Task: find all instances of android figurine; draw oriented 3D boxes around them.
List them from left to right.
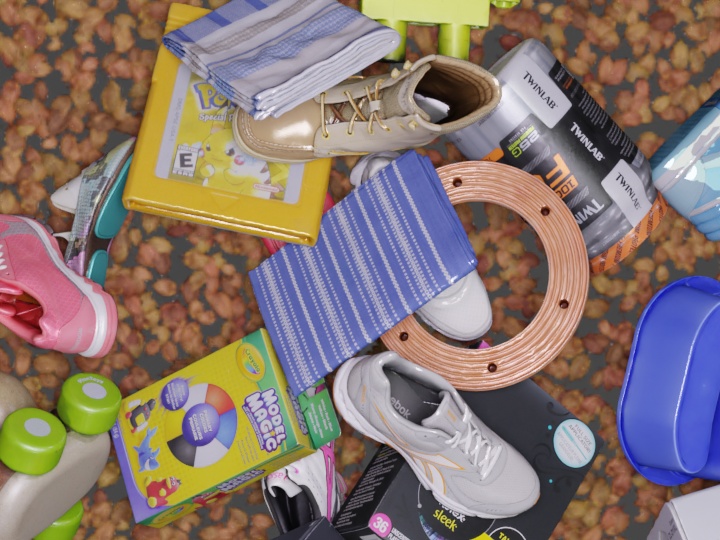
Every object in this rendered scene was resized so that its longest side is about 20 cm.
[{"bbox_3d":[0.062,-0.292,1.300,0.180,0.041,0.203,4,95,-6],"label":"android figurine"}]

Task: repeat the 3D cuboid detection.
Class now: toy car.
[{"bbox_3d":[-0.336,0.145,1.242,0.199,0.158,0.165,32,119,14],"label":"toy car"}]

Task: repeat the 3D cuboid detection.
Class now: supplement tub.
[{"bbox_3d":[0.180,-0.101,1.282,0.123,0.123,0.200,-45,96,-1],"label":"supplement tub"}]

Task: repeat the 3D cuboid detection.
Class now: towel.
[{"bbox_3d":[-0.072,-0.197,1.198,0.146,0.200,0.024,-30,128,-17],"label":"towel"},{"bbox_3d":[0.000,0.000,1.215,0.199,0.146,0.024,-36,141,15],"label":"towel"}]

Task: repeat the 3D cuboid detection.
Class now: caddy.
[{"bbox_3d":[0.317,0.107,1.321,0.140,0.105,0.202,15,88,-27],"label":"caddy"}]

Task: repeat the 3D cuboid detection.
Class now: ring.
[{"bbox_3d":[0.100,0.004,1.226,0.198,0.019,0.203,-2,79,9],"label":"ring"}]

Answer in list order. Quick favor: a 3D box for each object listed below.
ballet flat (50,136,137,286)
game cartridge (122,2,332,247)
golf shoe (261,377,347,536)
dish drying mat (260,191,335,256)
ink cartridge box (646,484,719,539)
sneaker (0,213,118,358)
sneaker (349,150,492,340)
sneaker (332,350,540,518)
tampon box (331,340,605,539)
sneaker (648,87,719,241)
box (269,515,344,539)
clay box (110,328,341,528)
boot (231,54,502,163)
[{"bbox_3d":[-0.254,-0.031,1.277,0.070,0.069,0.202,17,92,13],"label":"ballet flat"},{"bbox_3d":[-0.106,-0.133,1.256,0.174,0.032,0.202,11,71,-3],"label":"game cartridge"},{"bbox_3d":[-0.058,0.166,1.285,0.072,0.092,0.202,-14,93,19],"label":"golf shoe"},{"bbox_3d":[-0.082,-0.089,1.308,0.076,0.018,0.201,-31,96,-7],"label":"dish drying mat"},{"bbox_3d":[0.381,0.244,1.306,0.198,0.146,0.084,-16,64,-4],"label":"ink cartridge box"},{"bbox_3d":[-0.296,0.006,1.219,0.199,0.086,0.074,35,110,32],"label":"sneaker"},{"bbox_3d":[0.058,-0.019,1.297,0.075,0.081,0.201,-35,98,-4],"label":"sneaker"},{"bbox_3d":[0.071,0.136,1.148,0.199,0.092,0.076,34,66,-9],"label":"sneaker"},{"bbox_3d":[0.093,0.194,1.260,0.149,0.126,0.201,38,68,-8],"label":"tampon box"},{"bbox_3d":[0.375,-0.112,1.325,0.200,0.080,0.131,-44,95,8],"label":"sneaker"},{"bbox_3d":[-0.064,0.317,1.248,0.142,0.199,0.079,53,46,-4],"label":"box"},{"bbox_3d":[-0.124,0.136,1.254,0.199,0.048,0.116,-28,66,15],"label":"clay box"},{"bbox_3d":[0.004,-0.135,1.174,0.198,0.155,0.074,-2,88,-21],"label":"boot"}]
